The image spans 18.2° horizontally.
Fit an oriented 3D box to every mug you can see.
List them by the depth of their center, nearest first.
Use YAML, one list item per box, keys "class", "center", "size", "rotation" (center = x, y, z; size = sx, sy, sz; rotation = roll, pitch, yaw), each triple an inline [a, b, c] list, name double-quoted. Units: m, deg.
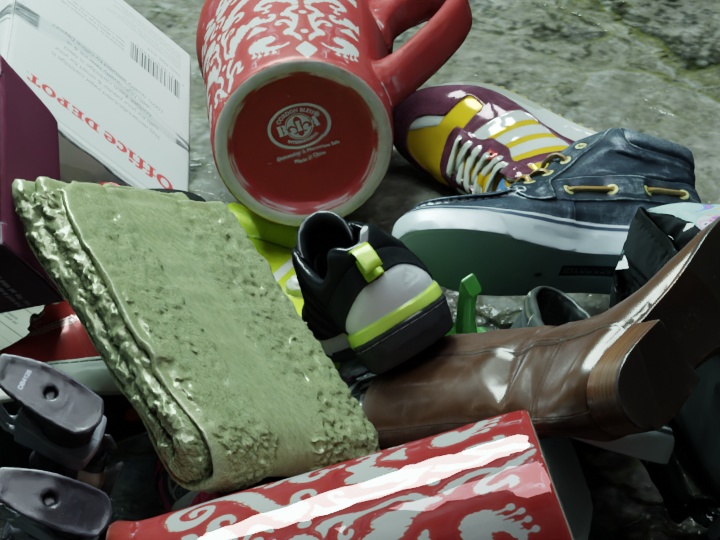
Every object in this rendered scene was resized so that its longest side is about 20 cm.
- class: "mug"
  center: [-0.003, 0.132, 1.035]
  size: [0.200, 0.134, 0.178]
  rotation: [-20, 39, 4]
- class: "mug"
  center: [-0.027, -0.131, 1.422]
  size: [0.133, 0.178, 0.200]
  rotation: [37, 17, -16]

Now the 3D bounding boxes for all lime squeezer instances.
- class: "lime squeezer"
  center: [0.040, 0.033, 1.317]
  size: [0.038, 0.071, 0.200]
  rotation: [-49, 16, -10]

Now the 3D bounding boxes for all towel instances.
- class: "towel"
  center: [-0.082, 0.030, 1.120]
  size: [0.148, 0.037, 0.200]
  rotation: [3, 43, -52]

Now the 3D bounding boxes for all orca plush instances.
- class: "orca plush"
  center: [0.082, 0.149, 1.161]
  size: [0.105, 0.071, 0.200]
  rotation: [36, 23, -33]

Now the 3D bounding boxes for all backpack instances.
- class: "backpack"
  center: [0.216, 0.043, 1.239]
  size: [0.126, 0.167, 0.200]
  rotation: [6, 22, -21]

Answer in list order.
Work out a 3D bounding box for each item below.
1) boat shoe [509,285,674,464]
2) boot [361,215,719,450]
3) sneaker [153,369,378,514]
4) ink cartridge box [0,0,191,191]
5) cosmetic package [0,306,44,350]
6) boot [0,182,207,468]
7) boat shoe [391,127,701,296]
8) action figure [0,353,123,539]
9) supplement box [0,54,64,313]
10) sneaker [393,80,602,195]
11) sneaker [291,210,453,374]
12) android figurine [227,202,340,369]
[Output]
- class: "boat shoe"
  center: [0.120, 0.053, 1.215]
  size: [0.068, 0.057, 0.200]
  rotation: [15, 8, -17]
- class: "boot"
  center: [0.109, 0.032, 1.134]
  size: [0.186, 0.064, 0.200]
  rotation: [-36, 13, -37]
- class: "sneaker"
  center: [-0.017, 0.089, 1.210]
  size: [0.200, 0.081, 0.075]
  rotation: [-19, 33, -27]
- class: "ink cartridge box"
  center: [-0.178, -0.095, 1.344]
  size: [0.146, 0.085, 0.200]
  rotation: [38, 24, -26]
- class: "cosmetic package"
  center: [-0.248, 0.070, 1.236]
  size: [0.200, 0.073, 0.103]
  rotation: [-26, 42, -36]
- class: "boot"
  center: [-0.159, 0.023, 1.205]
  size: [0.200, 0.072, 0.144]
  rotation: [-14, 57, -21]
- class: "boat shoe"
  center: [0.113, -0.038, 1.353]
  size: [0.200, 0.071, 0.091]
  rotation: [5, 58, -14]
- class: "action figure"
  center: [-0.154, 0.112, 1.084]
  size: [0.069, 0.200, 0.130]
  rotation: [15, 65, -4]
- class: "supplement box"
  center: [-0.261, -0.029, 1.165]
  size: [0.200, 0.086, 0.111]
  rotation: [-11, 65, 12]
- class: "sneaker"
  center: [0.094, -0.066, 1.454]
  size: [0.200, 0.075, 0.090]
  rotation: [19, 32, 26]
- class: "sneaker"
  center: [0.000, 0.000, 1.211]
  size: [0.072, 0.083, 0.200]
  rotation: [-33, 8, -10]
- class: "android figurine"
  center: [-0.088, 0.020, 1.349]
  size: [0.200, 0.041, 0.182]
  rotation: [18, 36, 26]
